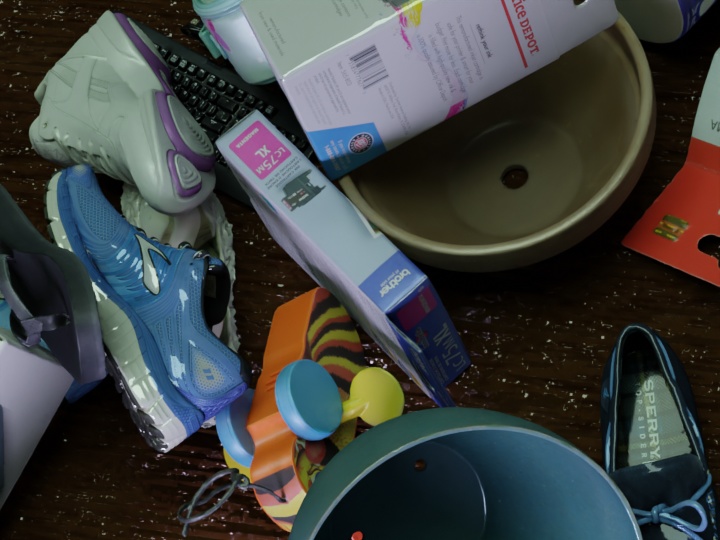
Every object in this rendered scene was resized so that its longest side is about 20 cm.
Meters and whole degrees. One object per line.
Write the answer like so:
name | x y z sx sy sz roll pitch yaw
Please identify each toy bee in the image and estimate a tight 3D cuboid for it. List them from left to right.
toy bee | -0.038 0.111 1.538 0.130 0.109 0.200 -10 36 52

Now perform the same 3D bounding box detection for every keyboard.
keyboard | -0.108 -0.122 1.711 0.199 0.040 0.104 29 74 27

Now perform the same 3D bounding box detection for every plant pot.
plant pot | 0.043 0.159 1.444 0.199 0.201 0.135 -34 21 -4
plant pot | 0.086 -0.076 1.598 0.199 0.093 0.202 -7 59 13

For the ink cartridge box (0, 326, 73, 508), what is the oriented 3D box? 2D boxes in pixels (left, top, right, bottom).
ink cartridge box | -0.268 0.118 1.519 0.045 0.176 0.201 29 89 27

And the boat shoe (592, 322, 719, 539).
boat shoe | 0.161 0.125 1.479 0.084 0.069 0.201 -17 59 7

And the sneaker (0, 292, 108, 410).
sneaker | -0.235 0.018 1.650 0.199 0.078 0.090 31 78 28

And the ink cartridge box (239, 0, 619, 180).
ink cartridge box | 0.043 -0.150 1.530 0.199 0.115 0.068 -28 58 -1

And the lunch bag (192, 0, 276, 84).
lunch bag | -0.034 -0.201 1.658 0.160 0.077 0.200 -26 23 8

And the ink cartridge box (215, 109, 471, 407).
ink cartridge box | 0.000 0.000 1.564 0.042 0.119 0.200 -39 59 -6

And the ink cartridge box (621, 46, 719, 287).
ink cartridge box | 0.260 -0.079 1.551 0.160 0.047 0.200 25 69 44

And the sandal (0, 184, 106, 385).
sandal | -0.197 0.014 1.537 0.043 0.077 0.200 -18 28 -21

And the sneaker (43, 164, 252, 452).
sneaker | -0.125 0.013 1.556 0.089 0.079 0.201 -25 60 -12

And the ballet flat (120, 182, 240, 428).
ballet flat | -0.105 0.000 1.626 0.071 0.072 0.201 -17 60 6

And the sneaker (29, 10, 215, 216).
sneaker | -0.152 -0.081 1.645 0.099 0.075 0.200 -37 36 5

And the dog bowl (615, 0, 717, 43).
dog bowl | 0.148 -0.235 1.603 0.200 0.200 0.079 37 80 29
